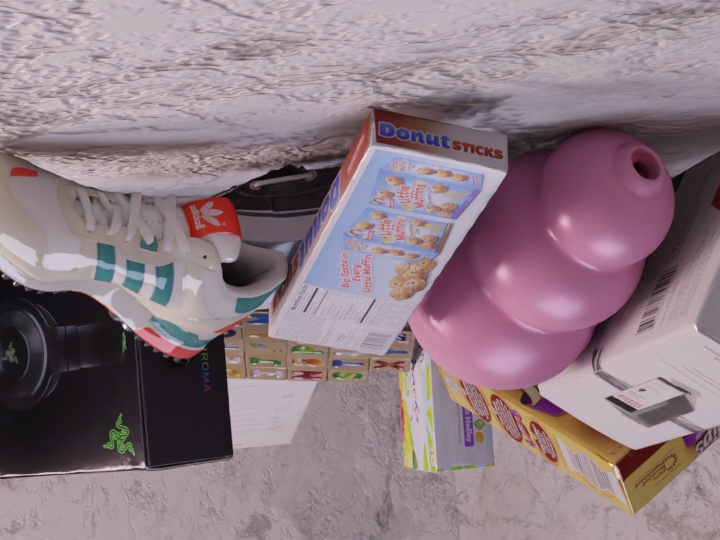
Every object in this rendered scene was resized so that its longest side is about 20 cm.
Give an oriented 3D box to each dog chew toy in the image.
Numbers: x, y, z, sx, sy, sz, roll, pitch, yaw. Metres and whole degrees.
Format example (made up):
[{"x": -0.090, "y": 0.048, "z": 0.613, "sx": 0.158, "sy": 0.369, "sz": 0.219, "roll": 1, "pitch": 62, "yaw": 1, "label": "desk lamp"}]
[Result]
[{"x": 0.108, "y": -0.012, "z": 0.991, "sx": 0.124, "sy": 0.125, "sz": 0.200, "roll": -2, "pitch": 154, "yaw": -32, "label": "dog chew toy"}]

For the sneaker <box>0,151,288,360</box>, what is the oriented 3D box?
[{"x": -0.117, "y": -0.022, "z": 0.891, "sx": 0.093, "sy": 0.071, "sz": 0.200, "roll": -29, "pitch": 142, "yaw": 22, "label": "sneaker"}]

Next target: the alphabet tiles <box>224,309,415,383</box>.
[{"x": -0.058, "y": 0.059, "z": 1.326, "sx": 0.198, "sy": 0.006, "sz": 0.167, "roll": 2, "pitch": 159, "yaw": -1, "label": "alphabet tiles"}]

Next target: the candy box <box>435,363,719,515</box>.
[{"x": 0.156, "y": 0.076, "z": 1.195, "sx": 0.116, "sy": 0.057, "sz": 0.200, "roll": -38, "pitch": -143, "yaw": -19, "label": "candy box"}]

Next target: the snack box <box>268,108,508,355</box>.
[{"x": 0.010, "y": -0.014, "z": 0.902, "sx": 0.071, "sy": 0.024, "sz": 0.200, "roll": 11, "pitch": 148, "yaw": -13, "label": "snack box"}]

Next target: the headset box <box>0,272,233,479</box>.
[{"x": -0.185, "y": 0.052, "z": 1.170, "sx": 0.199, "sy": 0.176, "sz": 0.093, "roll": -7, "pitch": 176, "yaw": 35, "label": "headset box"}]

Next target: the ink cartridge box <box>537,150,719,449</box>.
[{"x": 0.206, "y": 0.015, "z": 1.026, "sx": 0.083, "sy": 0.147, "sz": 0.200, "roll": 31, "pitch": 158, "yaw": -10, "label": "ink cartridge box"}]

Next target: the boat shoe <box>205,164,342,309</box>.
[{"x": -0.042, "y": -0.028, "z": 0.984, "sx": 0.199, "sy": 0.068, "sz": 0.072, "roll": -8, "pitch": 137, "yaw": 21, "label": "boat shoe"}]

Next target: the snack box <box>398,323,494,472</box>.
[{"x": 0.064, "y": 0.061, "z": 1.393, "sx": 0.053, "sy": 0.202, "sz": 0.142, "roll": -3, "pitch": 176, "yaw": -10, "label": "snack box"}]

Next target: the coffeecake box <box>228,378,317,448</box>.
[{"x": -0.110, "y": 0.065, "z": 1.450, "sx": 0.153, "sy": 0.073, "sz": 0.201, "roll": -2, "pitch": 139, "yaw": -26, "label": "coffeecake box"}]
